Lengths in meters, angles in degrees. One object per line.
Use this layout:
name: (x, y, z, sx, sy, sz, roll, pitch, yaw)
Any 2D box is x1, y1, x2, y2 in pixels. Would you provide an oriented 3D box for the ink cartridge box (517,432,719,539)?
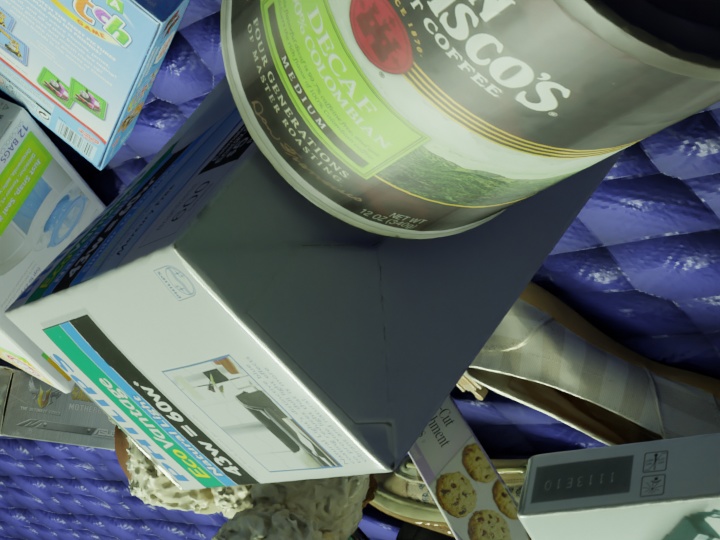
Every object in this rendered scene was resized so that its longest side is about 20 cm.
ink cartridge box: (0.199, 0.147, 0.802, 0.199, 0.044, 0.174, -11, 130, 28)

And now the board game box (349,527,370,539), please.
board game box: (0.012, 0.216, 1.168, 0.200, 0.023, 0.105, 43, 179, 41)

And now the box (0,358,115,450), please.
box: (-0.226, 0.097, 1.237, 0.199, 0.049, 0.158, 14, 176, -44)

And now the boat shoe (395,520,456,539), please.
boat shoe: (0.094, 0.243, 1.165, 0.201, 0.063, 0.073, 47, 152, -22)

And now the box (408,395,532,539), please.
box: (0.065, 0.131, 0.923, 0.039, 0.041, 0.200, 57, -178, -39)

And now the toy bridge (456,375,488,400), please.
toy bridge: (0.000, 0.000, 0.873, 0.200, 0.067, 0.027, 46, 153, -15)

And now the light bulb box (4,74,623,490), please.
light bulb box: (-0.022, -0.019, 0.717, 0.125, 0.199, 0.200, 47, 152, -15)

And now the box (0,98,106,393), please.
box: (-0.235, -0.023, 1.054, 0.101, 0.113, 0.200, 23, 161, 28)

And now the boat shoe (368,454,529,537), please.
boat shoe: (0.073, 0.138, 1.031, 0.073, 0.063, 0.199, 23, 170, -37)

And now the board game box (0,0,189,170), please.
board game box: (-0.174, -0.147, 0.889, 0.151, 0.037, 0.200, 39, 156, -3)

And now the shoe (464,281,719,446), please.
shoe: (0.141, 0.075, 0.830, 0.199, 0.053, 0.070, 30, 154, 16)

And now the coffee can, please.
coffee can: (0.054, -0.104, 0.538, 0.146, 0.147, 0.200, 42, 155, -10)

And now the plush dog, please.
plush dog: (-0.038, 0.082, 0.970, 0.200, 0.159, 0.173, 41, 128, 44)
